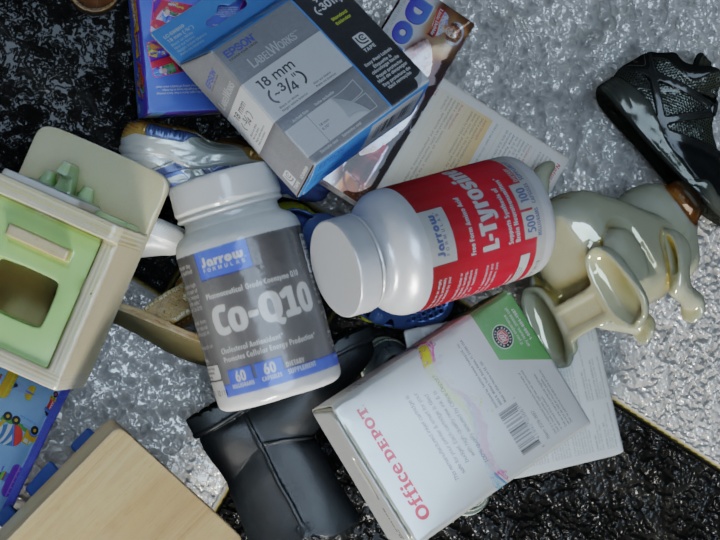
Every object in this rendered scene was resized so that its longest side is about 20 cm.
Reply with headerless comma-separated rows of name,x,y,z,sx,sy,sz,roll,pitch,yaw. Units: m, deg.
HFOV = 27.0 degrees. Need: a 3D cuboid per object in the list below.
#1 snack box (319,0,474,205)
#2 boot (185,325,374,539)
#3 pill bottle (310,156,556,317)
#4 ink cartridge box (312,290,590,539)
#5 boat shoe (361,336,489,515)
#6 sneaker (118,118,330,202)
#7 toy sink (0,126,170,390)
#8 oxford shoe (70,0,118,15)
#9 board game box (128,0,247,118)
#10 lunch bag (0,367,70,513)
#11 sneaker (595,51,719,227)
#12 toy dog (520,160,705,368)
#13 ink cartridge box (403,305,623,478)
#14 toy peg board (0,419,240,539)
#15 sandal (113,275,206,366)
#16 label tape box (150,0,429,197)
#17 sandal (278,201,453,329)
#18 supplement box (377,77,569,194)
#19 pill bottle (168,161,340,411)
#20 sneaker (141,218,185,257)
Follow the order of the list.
snack box,0.023,-0.159,1.366,0.072,0.024,0.200,32,82,-9
boot,-0.042,0.166,1.403,0.200,0.076,0.168,-30,94,-4
pill bottle,0.062,-0.026,1.306,0.200,0.112,0.113,-17,95,-29
ink cartridge box,0.079,0.133,1.348,0.200,0.087,0.146,-32,91,-18
boat shoe,0.066,0.154,1.436,0.073,0.062,0.200,-32,98,-12
sneaker,-0.127,-0.080,1.391,0.199,0.075,0.088,11,98,-5
toy sink,-0.262,-0.016,1.260,0.130,0.112,0.200,24,89,4
oxford shoe,-0.229,-0.336,1.358,0.071,0.071,0.201,3,89,-11
board game box,-0.110,-0.214,1.386,0.199,0.045,0.135,-5,92,-20
lunch bag,-0.339,0.099,1.338,0.150,0.094,0.200,28,74,-10
sneaker,0.336,-0.138,1.485,0.114,0.076,0.200,-40,94,-3
toy dog,0.242,-0.018,1.419,0.200,0.140,0.194,-18,69,-43
ink cartridge box,0.142,0.118,1.440,0.199,0.047,0.161,-10,85,-18
toy peg board,-0.246,0.238,1.315,0.200,0.098,0.199,-46,132,-8
sandal,-0.179,0.033,1.372,0.211,0.078,0.070,18,70,-19
label tape box,-0.062,-0.185,1.298,0.144,0.063,0.200,-39,81,-27
sandal,0.000,0.000,1.408,0.200,0.087,0.080,23,84,-14
supplement box,0.080,-0.102,1.429,0.200,0.074,0.126,32,83,-11
pill bottle,-0.096,0.013,1.307,0.113,0.114,0.201,-16,90,-12
sneaker,-0.258,-0.021,1.357,0.199,0.075,0.089,9,87,-3
